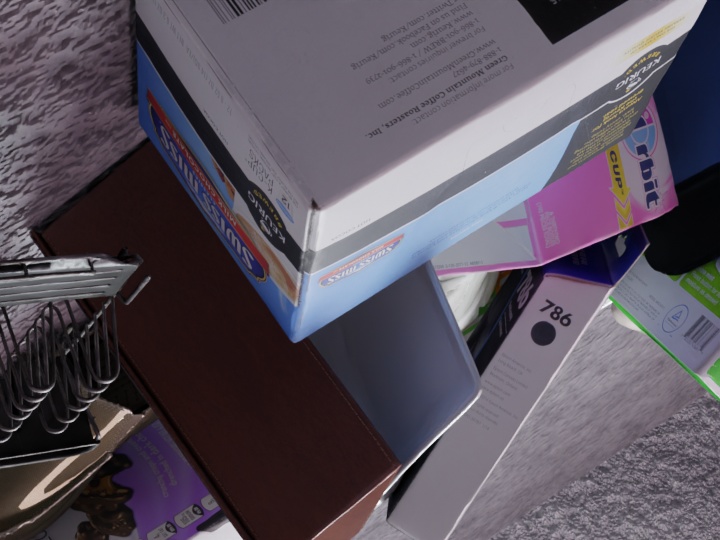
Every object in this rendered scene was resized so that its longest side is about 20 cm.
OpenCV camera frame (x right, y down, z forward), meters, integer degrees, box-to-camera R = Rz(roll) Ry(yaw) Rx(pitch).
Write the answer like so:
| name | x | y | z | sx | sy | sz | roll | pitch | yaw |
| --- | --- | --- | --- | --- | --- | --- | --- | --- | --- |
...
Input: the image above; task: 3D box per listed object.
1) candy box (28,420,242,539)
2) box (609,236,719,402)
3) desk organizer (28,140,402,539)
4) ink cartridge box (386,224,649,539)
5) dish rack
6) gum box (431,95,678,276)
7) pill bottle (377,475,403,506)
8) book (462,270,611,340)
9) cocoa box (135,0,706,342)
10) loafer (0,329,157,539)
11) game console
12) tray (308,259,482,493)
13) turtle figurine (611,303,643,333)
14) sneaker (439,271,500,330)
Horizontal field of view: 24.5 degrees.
| name | x | y | z | sx | sy | sz | roll | pitch | yaw |
| --- | --- | --- | --- | --- | --- | --- | --- | --- | --- |
| candy box | -0.171 | 0.167 | 0.946 | 0.199 | 0.167 | 0.072 | -31 | 126 | -18 |
| box | 0.229 | -0.020 | 0.928 | 0.177 | 0.097 | 0.200 | -47 | -156 | 4 |
| desk organizer | -0.061 | 0.041 | 0.776 | 0.077 | 0.201 | 0.072 | -39 | 164 | 4 |
| ink cartridge box | 0.080 | 0.046 | 0.887 | 0.201 | 0.039 | 0.100 | -57 | -175 | 14 |
| dish rack | -0.172 | 0.043 | 0.705 | 0.152 | 0.055 | 0.200 | -8 | 164 | -25 |
| gum box | 0.050 | -0.041 | 0.876 | 0.113 | 0.067 | 0.199 | -21 | -170 | -42 |
| pill bottle | -0.022 | 0.057 | 0.955 | 0.114 | 0.115 | 0.200 | -40 | -169 | 13 |
| book | 0.132 | -0.003 | 1.146 | 0.199 | 0.048 | 0.134 | -37 | -155 | 38 |
| cocoa box | 0.020 | -0.091 | 0.695 | 0.199 | 0.134 | 0.132 | -31 | 163 | -19 |
| loafer | -0.160 | 0.076 | 0.907 | 0.200 | 0.076 | 0.068 | -41 | 165 | -20 |
| game console | 0.170 | -0.126 | 0.847 | 0.117 | 0.202 | 0.170 | 18 | 146 | -38 |
| tray | 0.000 | 0.000 | 0.792 | 0.022 | 0.202 | 0.108 | 1 | 144 | -37 |
| turtle figurine | 0.299 | -0.027 | 1.450 | 0.198 | 0.145 | 0.194 | -26 | 165 | -21 |
| sneaker | 0.068 | -0.029 | 1.105 | 0.200 | 0.076 | 0.092 | -48 | 154 | 12 |
